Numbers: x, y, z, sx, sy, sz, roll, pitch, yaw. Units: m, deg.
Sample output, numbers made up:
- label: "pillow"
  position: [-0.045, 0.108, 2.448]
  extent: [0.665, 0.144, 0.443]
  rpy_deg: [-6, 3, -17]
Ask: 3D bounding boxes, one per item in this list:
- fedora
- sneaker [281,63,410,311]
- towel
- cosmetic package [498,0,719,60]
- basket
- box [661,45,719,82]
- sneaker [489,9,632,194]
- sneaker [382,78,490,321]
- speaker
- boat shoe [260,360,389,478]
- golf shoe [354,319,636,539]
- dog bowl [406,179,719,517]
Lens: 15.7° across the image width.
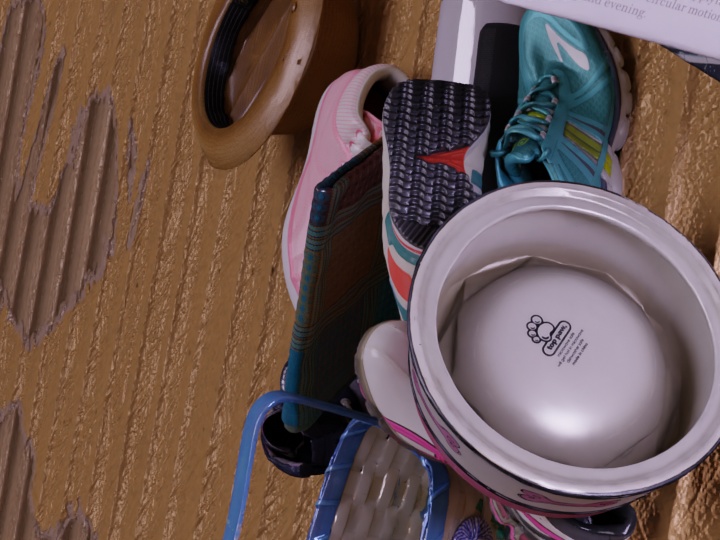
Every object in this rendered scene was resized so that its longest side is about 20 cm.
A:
- label: "fedora"
  position: [-0.058, -0.167, 2.040]
  extent: [0.200, 0.081, 0.202]
  rpy_deg: [-35, 47, 49]
- label: "sneaker"
  position: [-0.001, -0.057, 1.890]
  extent: [0.105, 0.075, 0.202]
  rpy_deg: [155, 126, -65]
- label: "towel"
  position: [0.000, 0.000, 1.769]
  extent: [0.022, 0.147, 0.201]
  rpy_deg: [25, 128, 21]
- label: "cosmetic package"
  position: [0.143, -0.236, 1.300]
  extent: [0.201, 0.164, 0.165]
  rpy_deg: [-66, 30, 21]
- label: "basket"
  position: [0.001, 0.172, 1.658]
  extent: [0.139, 0.199, 0.178]
  rpy_deg: [30, 108, 62]
- label: "box"
  position: [0.246, -0.197, 1.402]
  extent: [0.197, 0.123, 0.201]
  rpy_deg: [43, 118, 58]
- label: "sneaker"
  position: [0.122, -0.081, 1.638]
  extent: [0.077, 0.079, 0.202]
  rpy_deg: [-18, 65, 41]
- label: "sneaker"
  position: [0.042, -0.040, 1.629]
  extent: [0.200, 0.070, 0.094]
  rpy_deg: [-86, 4, -54]
- label: "speaker"
  position: [0.080, -0.076, 1.731]
  extent: [0.081, 0.081, 0.202]
  rpy_deg: [-7, 73, 62]
- label: "boat shoe"
  position: [-0.038, 0.099, 1.880]
  extent: [0.200, 0.092, 0.075]
  rpy_deg: [-153, 68, -63]
- label: "golf shoe"
  position: [0.085, 0.095, 1.552]
  extent: [0.073, 0.200, 0.092]
  rpy_deg: [-56, 17, -23]
- label: "dog bowl"
  position: [0.116, 0.052, 1.500]
  extent: [0.074, 0.199, 0.201]
  rpy_deg: [114, 155, -59]
